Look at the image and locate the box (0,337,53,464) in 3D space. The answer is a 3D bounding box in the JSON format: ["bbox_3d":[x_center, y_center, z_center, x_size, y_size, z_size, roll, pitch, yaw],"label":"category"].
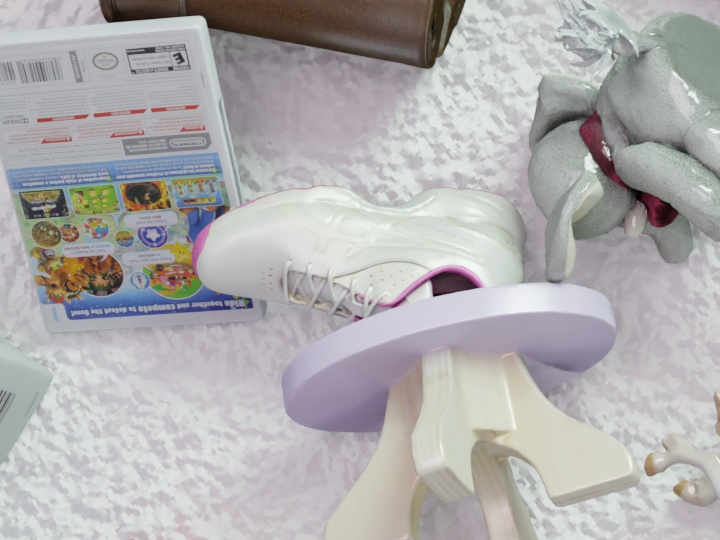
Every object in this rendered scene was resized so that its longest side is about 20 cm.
[{"bbox_3d":[-0.330,0.088,1.715,0.171,0.199,0.200,34,91,17],"label":"box"}]

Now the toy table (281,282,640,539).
[{"bbox_3d":[0.058,0.094,1.640,0.200,0.184,0.117,-23,59,24],"label":"toy table"}]

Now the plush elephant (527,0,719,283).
[{"bbox_3d":[0.166,-0.063,1.647,0.199,0.155,0.165,24,43,-15],"label":"plush elephant"}]

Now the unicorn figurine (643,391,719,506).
[{"bbox_3d":[0.214,0.181,1.621,0.137,0.074,0.201,18,111,39],"label":"unicorn figurine"}]

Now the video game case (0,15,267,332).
[{"bbox_3d":[-0.143,-0.055,1.721,0.143,0.018,0.201,-4,119,13],"label":"video game case"}]

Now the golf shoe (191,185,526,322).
[{"bbox_3d":[0.000,0.000,1.679,0.199,0.075,0.092,-4,46,1],"label":"golf shoe"}]

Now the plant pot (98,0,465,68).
[{"bbox_3d":[-0.031,-0.216,1.700,0.198,0.200,0.201,17,86,8],"label":"plant pot"}]
